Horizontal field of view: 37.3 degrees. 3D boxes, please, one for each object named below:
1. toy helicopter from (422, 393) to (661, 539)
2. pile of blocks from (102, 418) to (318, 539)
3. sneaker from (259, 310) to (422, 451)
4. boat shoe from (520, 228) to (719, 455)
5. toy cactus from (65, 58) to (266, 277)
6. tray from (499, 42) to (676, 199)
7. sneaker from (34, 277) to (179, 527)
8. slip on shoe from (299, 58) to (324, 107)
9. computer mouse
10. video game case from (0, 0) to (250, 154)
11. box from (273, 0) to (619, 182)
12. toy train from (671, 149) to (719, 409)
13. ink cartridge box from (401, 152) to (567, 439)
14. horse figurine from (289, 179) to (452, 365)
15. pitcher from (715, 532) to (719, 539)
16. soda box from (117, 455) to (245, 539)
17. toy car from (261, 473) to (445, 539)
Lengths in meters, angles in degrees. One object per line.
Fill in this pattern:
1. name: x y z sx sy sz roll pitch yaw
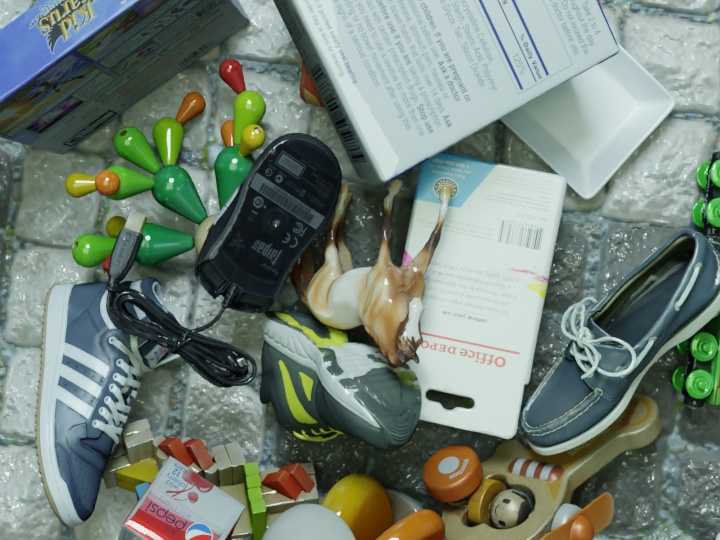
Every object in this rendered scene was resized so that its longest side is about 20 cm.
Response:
1. toy helicopter: 0.153 0.160 0.815 0.198 0.132 0.080 -32 118 -12
2. pile of blocks: -0.122 0.170 0.845 0.196 0.083 0.063 10 135 6
3. sneaker: -0.018 0.097 0.811 0.073 0.199 0.086 2 107 -29
4. boat shoe: 0.189 0.053 0.793 0.199 0.075 0.062 -42 129 9
5. toy cactus: -0.131 -0.053 0.851 0.200 0.102 0.165 -44 101 -12
6. tray: 0.144 -0.162 0.854 0.200 0.022 0.108 44 94 3
7. sneaker: -0.192 0.094 0.838 0.106 0.070 0.203 -9 61 2
8. slip on shoe: -0.033 -0.227 0.849 0.060 0.074 0.204 -7 92 18
9. computer mouse: -0.109 -0.025 0.813 0.139 0.046 0.203 26 91 -18
10. video game case: -0.192 -0.169 0.806 0.198 0.181 0.046 -34 88 5
11. box: 0.051 -0.192 0.771 0.198 0.105 0.186 -28 99 -5
12. toy train: 0.284 0.008 0.836 0.055 0.042 0.204 6 91 -5
13. ink cartridge box: 0.086 0.018 0.839 0.113 0.068 0.204 11 92 6
14. horse figurine: 0.000 0.000 0.815 0.049 0.198 0.135 16 82 -38
15. pitcher: 0.280 0.264 0.810 0.200 0.121 0.172 -45 71 16
16. soda box: -0.148 0.224 0.806 0.069 0.201 0.064 30 50 4
17. toy car: 0.010 0.261 0.781 0.148 0.174 0.204 15 95 31
